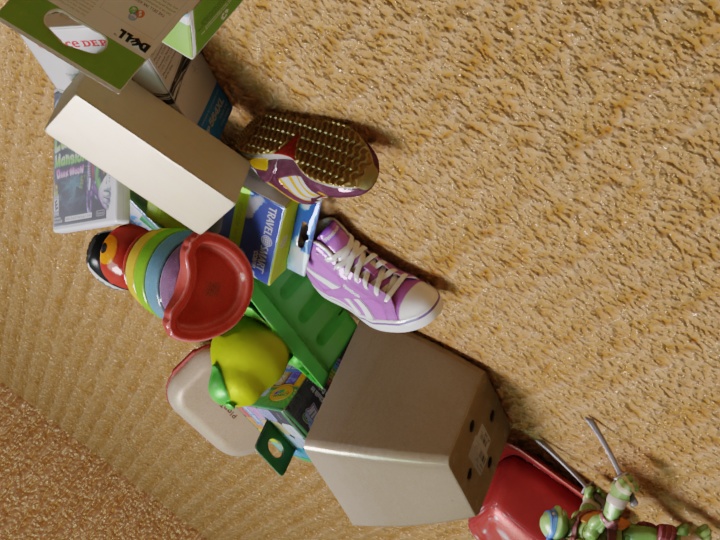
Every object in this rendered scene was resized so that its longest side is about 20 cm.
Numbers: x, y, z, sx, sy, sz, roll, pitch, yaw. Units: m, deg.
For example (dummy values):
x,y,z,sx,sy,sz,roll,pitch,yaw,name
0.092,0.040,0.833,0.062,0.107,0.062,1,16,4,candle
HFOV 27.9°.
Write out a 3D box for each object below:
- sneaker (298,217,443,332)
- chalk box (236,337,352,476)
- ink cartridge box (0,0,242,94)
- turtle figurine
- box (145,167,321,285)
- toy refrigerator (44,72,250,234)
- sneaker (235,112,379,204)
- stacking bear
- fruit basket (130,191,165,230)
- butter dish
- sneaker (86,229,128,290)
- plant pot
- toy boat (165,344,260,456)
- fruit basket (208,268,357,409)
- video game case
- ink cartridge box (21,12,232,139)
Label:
x,y,z,sx,sy,sz,roll,pitch,yaw,name
-0.001,0.000,1.663,0.199,0.073,0.115,17,148,38,sneaker
-0.076,0.174,1.930,0.123,0.201,0.125,5,142,51,chalk box
-0.212,-0.247,1.322,0.147,0.201,0.076,31,157,12,ink cartridge box
0.315,0.273,1.729,0.192,0.201,0.144,19,136,-10,turtle figurine
-0.147,-0.070,1.654,0.199,0.048,0.123,28,133,14,box
-0.219,-0.131,1.512,0.199,0.070,0.076,34,137,-20,toy refrigerator
-0.041,-0.107,1.523,0.199,0.075,0.090,24,161,44,sneaker
-0.225,-0.001,1.655,0.199,0.123,0.113,19,-176,43,stacking bear
-0.233,-0.109,1.756,0.185,0.094,0.199,46,152,-22,fruit basket
0.217,0.344,1.906,0.199,0.148,0.200,35,158,2,butter dish
-0.245,0.001,1.810,0.087,0.077,0.199,0,160,47,sneaker
0.074,0.201,1.807,0.175,0.201,0.200,7,145,28,plant pot
-0.216,0.200,2.320,0.200,0.130,0.131,45,-174,-19,toy boat
-0.126,0.075,1.787,0.216,0.216,0.155,53,168,-34,fruit basket
-0.327,-0.142,1.750,0.023,0.184,0.199,2,177,-33,video game case
-0.247,-0.214,1.547,0.145,0.085,0.201,3,142,27,ink cartridge box
